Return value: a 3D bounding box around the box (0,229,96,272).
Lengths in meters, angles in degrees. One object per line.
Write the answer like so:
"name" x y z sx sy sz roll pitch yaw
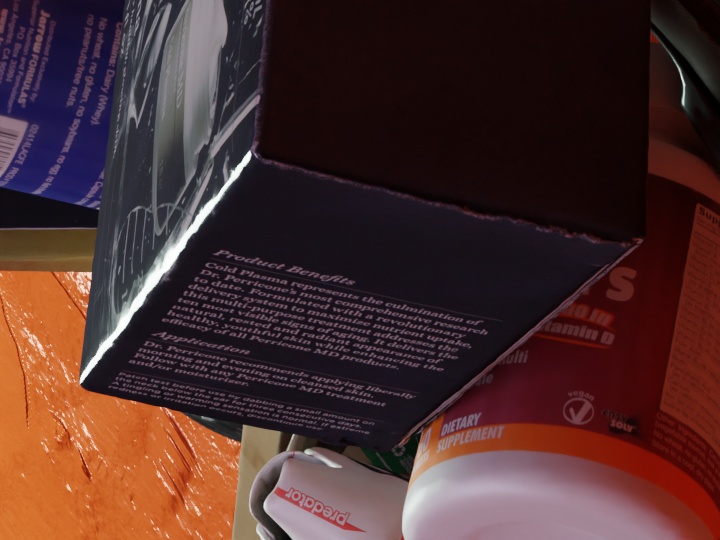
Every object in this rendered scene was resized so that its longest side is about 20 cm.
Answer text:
"box" -0.185 -0.073 1.321 0.021 0.200 0.164 -33 72 28

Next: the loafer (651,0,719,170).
"loafer" 0.125 -0.110 0.844 0.063 0.072 0.200 -34 91 46

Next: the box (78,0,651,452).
"box" 0.000 -0.072 0.767 0.197 0.124 0.200 135 143 -59

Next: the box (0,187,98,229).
"box" -0.152 -0.148 1.198 0.200 0.104 0.182 105 162 -55

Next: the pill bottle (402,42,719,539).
"pill bottle" 0.087 0.021 0.861 0.109 0.200 0.110 10 146 7

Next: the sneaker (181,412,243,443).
"sneaker" -0.048 0.014 1.267 0.078 0.090 0.200 27 137 2

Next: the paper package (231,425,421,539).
"paper package" 0.031 0.155 1.237 0.200 0.103 0.191 50 151 28

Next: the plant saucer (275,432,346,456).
"plant saucer" 0.000 0.000 1.094 0.029 0.200 0.200 16 151 -5

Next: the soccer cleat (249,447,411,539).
"soccer cleat" -0.008 0.110 1.050 0.085 0.069 0.200 27 174 -1

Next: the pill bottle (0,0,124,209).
"pill bottle" -0.099 -0.081 1.038 0.116 0.200 0.116 -166 90 -68
